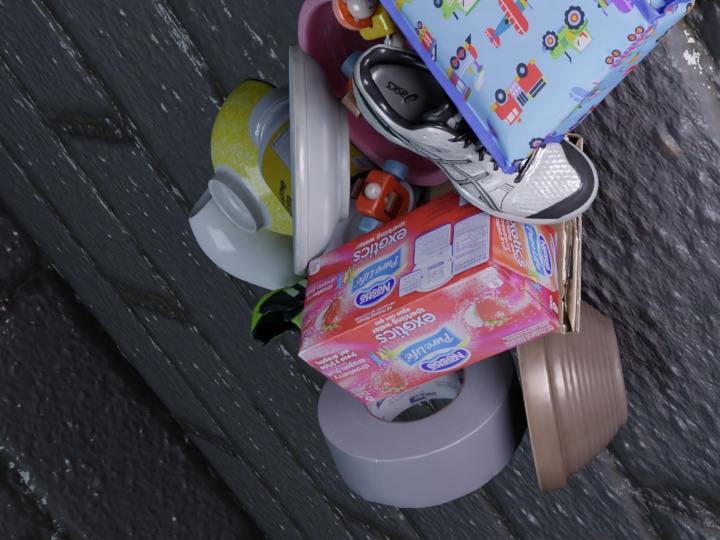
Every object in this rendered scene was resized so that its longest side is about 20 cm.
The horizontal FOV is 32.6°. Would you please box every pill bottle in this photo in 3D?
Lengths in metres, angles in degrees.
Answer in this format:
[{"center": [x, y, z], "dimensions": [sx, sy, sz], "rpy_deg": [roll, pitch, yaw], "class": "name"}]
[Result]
[{"center": [-0.036, -0.100, 1.244], "dimensions": [0.200, 0.111, 0.112], "rpy_deg": [52, 167, 39], "class": "pill bottle"}]

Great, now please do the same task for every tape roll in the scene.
[{"center": [0.060, 0.136, 1.204], "dimensions": [0.200, 0.200, 0.067], "rpy_deg": [23, 143, 47], "class": "tape roll"}]

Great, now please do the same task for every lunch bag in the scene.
[{"center": [0.094, -0.194, 0.802], "dimensions": [0.200, 0.094, 0.151], "rpy_deg": [50, 130, 7], "class": "lunch bag"}]

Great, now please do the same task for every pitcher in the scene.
[{"center": [-0.125, -0.036, 1.591], "dimensions": [0.200, 0.122, 0.171], "rpy_deg": [40, 175, -17], "class": "pitcher"}]

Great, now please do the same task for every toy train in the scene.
[{"center": [0.000, 0.000, 1.141], "dimensions": [0.055, 0.202, 0.150], "rpy_deg": [19, 177, 28], "class": "toy train"}, {"center": [-0.028, -0.206, 0.989], "dimensions": [0.200, 0.055, 0.150], "rpy_deg": [50, 152, 6], "class": "toy train"}]

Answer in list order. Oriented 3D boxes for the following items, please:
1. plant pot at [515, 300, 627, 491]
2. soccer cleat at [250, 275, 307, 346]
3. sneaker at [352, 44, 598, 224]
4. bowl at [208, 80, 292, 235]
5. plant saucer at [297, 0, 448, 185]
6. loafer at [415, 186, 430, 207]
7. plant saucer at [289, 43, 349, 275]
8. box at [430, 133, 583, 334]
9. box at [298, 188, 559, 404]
[{"center": [0.196, 0.100, 1.152], "dimensions": [0.201, 0.092, 0.203], "rpy_deg": [-8, -90, -83], "class": "plant pot"}, {"center": [-0.050, 0.032, 1.476], "dimensions": [0.199, 0.081, 0.068], "rpy_deg": [-29, 116, 27], "class": "soccer cleat"}, {"center": [0.077, -0.095, 0.878], "dimensions": [0.199, 0.076, 0.088], "rpy_deg": [28, 179, 9], "class": "sneaker"}, {"center": [-0.111, -0.107, 1.419], "dimensions": [0.200, 0.108, 0.201], "rpy_deg": [40, 158, 19], "class": "bowl"}, {"center": [0.029, -0.170, 1.089], "dimensions": [0.200, 0.051, 0.201], "rpy_deg": [39, 154, 23], "class": "plant saucer"}, {"center": [0.104, -0.001, 1.243], "dimensions": [0.076, 0.067, 0.201], "rpy_deg": [19, 146, 51], "class": "loafer"}, {"center": [-0.037, -0.097, 1.082], "dimensions": [0.200, 0.050, 0.203], "rpy_deg": [179, 90, -86], "class": "plant saucer"}, {"center": [0.122, -0.037, 1.077], "dimensions": [0.199, 0.021, 0.165], "rpy_deg": [9, 100, 60], "class": "box"}, {"center": [0.054, 0.019, 0.990], "dimensions": [0.199, 0.100, 0.095], "rpy_deg": [-26, 131, 32], "class": "box"}]
